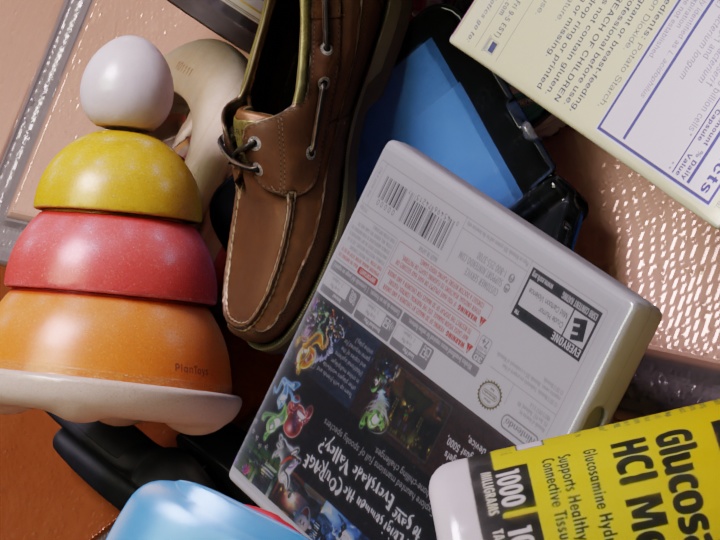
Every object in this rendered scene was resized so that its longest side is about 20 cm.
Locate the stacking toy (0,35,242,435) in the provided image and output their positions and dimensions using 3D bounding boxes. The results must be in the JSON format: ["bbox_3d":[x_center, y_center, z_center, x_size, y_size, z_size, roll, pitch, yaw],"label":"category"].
[{"bbox_3d":[-0.124,-0.020,1.313,0.146,0.146,0.201,2,84,47],"label":"stacking toy"}]

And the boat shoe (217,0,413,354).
[{"bbox_3d":[-0.040,-0.063,1.237,0.072,0.068,0.201,9,83,50],"label":"boat shoe"}]

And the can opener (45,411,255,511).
[{"bbox_3d":[-0.118,0.110,1.380,0.200,0.078,0.064,17,120,53],"label":"can opener"}]

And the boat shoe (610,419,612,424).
[{"bbox_3d":[0.074,0.113,1.164,0.062,0.072,0.201,-31,37,50],"label":"boat shoe"}]

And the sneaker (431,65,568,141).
[{"bbox_3d":[0.113,-0.147,1.248,0.200,0.079,0.078,-51,41,13],"label":"sneaker"}]

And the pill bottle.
[{"bbox_3d":[0.134,0.110,1.002,0.199,0.113,0.113,-14,52,2],"label":"pill bottle"}]

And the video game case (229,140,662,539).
[{"bbox_3d":[0.032,0.058,1.139,0.200,0.023,0.183,36,103,50],"label":"video game case"}]

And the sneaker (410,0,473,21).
[{"bbox_3d":[0.043,-0.158,1.297,0.081,0.074,0.200,60,155,17],"label":"sneaker"}]

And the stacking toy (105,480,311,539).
[{"bbox_3d":[-0.045,0.170,1.167,0.116,0.200,0.110,24,84,19],"label":"stacking toy"}]

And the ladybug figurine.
[{"bbox_3d":[-0.108,-0.031,1.426,0.136,0.072,0.201,33,93,50],"label":"ladybug figurine"}]

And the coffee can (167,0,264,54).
[{"bbox_3d":[-0.037,-0.229,1.404,0.200,0.146,0.146,-55,40,8],"label":"coffee can"}]

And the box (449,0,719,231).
[{"bbox_3d":[0.168,-0.066,1.066,0.097,0.176,0.200,-57,40,7],"label":"box"}]

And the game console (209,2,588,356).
[{"bbox_3d":[0.000,0.000,1.233,0.200,0.118,0.171,-39,17,35],"label":"game console"}]
